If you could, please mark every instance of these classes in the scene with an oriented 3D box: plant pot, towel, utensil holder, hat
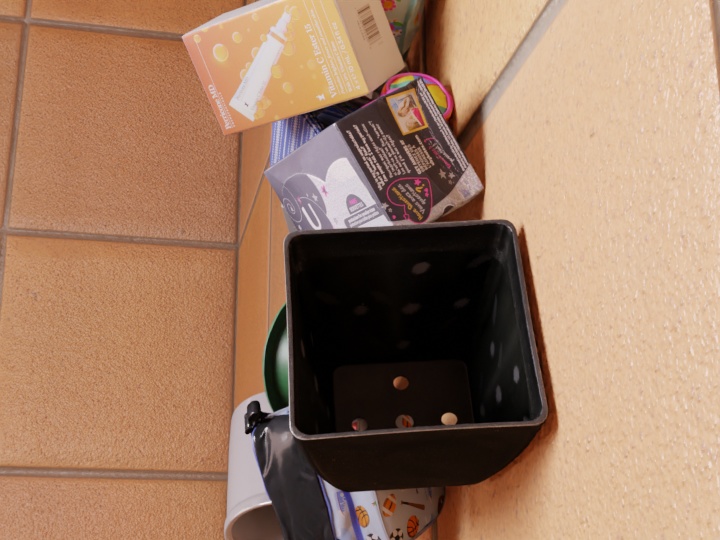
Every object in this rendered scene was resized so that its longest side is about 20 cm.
[{"bbox_3d":[0.042,0.091,1.041,0.177,0.200,0.200,88,178,-55],"label":"plant pot"},{"bbox_3d":[-0.057,-0.119,1.420,0.200,0.024,0.145,55,147,41],"label":"towel"},{"bbox_3d":[-0.112,0.300,1.752,0.170,0.170,0.200,105,167,-45],"label":"utensil holder"},{"bbox_3d":[0.007,0.103,1.296,0.176,0.200,0.166,4,82,34],"label":"hat"}]

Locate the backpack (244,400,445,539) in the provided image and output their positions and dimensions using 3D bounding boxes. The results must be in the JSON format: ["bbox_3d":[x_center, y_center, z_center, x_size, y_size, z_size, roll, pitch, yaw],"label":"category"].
[{"bbox_3d":[-0.004,0.202,1.205,0.190,0.154,0.200,-22,-79,-65],"label":"backpack"}]

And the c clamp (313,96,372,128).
[{"bbox_3d":[-0.032,-0.185,1.468,0.200,0.171,0.027,-14,48,65],"label":"c clamp"}]

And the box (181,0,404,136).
[{"bbox_3d":[-0.074,-0.241,1.318,0.097,0.200,0.124,-45,-62,-53],"label":"box"}]

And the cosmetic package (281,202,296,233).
[{"bbox_3d":[-0.047,-0.055,1.594,0.107,0.090,0.200,-92,-4,-45],"label":"cosmetic package"}]

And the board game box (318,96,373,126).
[{"bbox_3d":[-0.074,-0.227,1.479,0.019,0.200,0.103,-64,10,-16],"label":"board game box"}]

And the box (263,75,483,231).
[{"bbox_3d":[0.007,-0.089,1.206,0.132,0.115,0.200,60,156,-5],"label":"box"}]

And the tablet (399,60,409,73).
[{"bbox_3d":[0.041,-0.220,1.543,0.200,0.014,0.130,-100,18,-52],"label":"tablet"}]

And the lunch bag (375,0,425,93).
[{"bbox_3d":[-0.015,-0.302,1.410,0.200,0.170,0.122,109,-178,-50],"label":"lunch bag"}]

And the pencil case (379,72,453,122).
[{"bbox_3d":[0.041,-0.125,1.333,0.200,0.088,0.088,109,161,-48],"label":"pencil case"}]

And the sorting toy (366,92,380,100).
[{"bbox_3d":[-0.019,-0.235,1.592,0.180,0.107,0.200,51,145,46],"label":"sorting toy"}]
